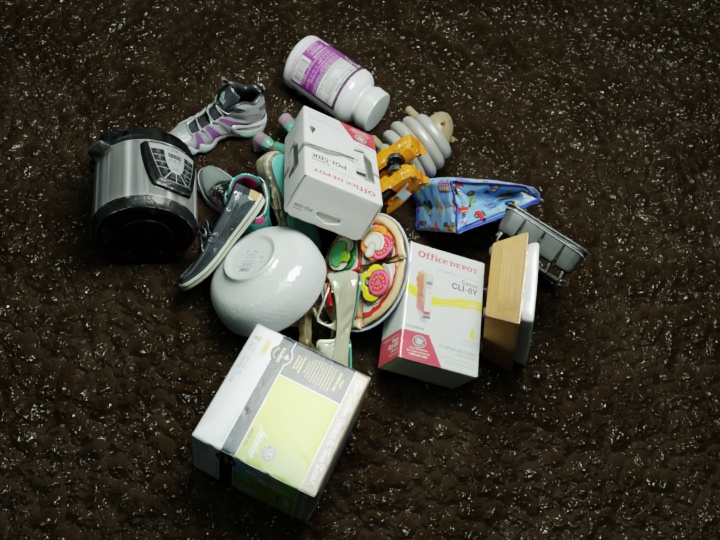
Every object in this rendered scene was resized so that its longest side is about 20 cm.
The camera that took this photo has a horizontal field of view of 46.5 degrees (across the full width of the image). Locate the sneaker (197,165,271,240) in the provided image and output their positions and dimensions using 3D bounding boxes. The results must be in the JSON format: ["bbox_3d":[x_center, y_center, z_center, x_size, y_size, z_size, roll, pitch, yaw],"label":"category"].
[{"bbox_3d":[-0.219,-0.134,1.452,0.083,0.121,0.200,-32,68,-26],"label":"sneaker"}]

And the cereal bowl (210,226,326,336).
[{"bbox_3d":[-0.158,0.003,1.346,0.197,0.084,0.202,-15,45,15],"label":"cereal bowl"}]

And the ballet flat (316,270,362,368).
[{"bbox_3d":[-0.041,0.099,1.331,0.068,0.069,0.203,6,89,-6],"label":"ballet flat"}]

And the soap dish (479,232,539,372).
[{"bbox_3d":[0.241,0.054,1.367,0.080,0.201,0.159,6,63,9],"label":"soap dish"}]

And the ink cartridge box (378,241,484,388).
[{"bbox_3d":[0.118,0.072,1.369,0.143,0.083,0.203,16,65,-18],"label":"ink cartridge box"}]

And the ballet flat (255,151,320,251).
[{"bbox_3d":[-0.130,-0.110,1.470,0.068,0.075,0.202,-32,107,-37],"label":"ballet flat"}]

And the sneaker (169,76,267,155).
[{"bbox_3d":[-0.263,-0.296,1.534,0.198,0.141,0.078,-24,65,-23],"label":"sneaker"}]

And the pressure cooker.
[{"bbox_3d":[-0.360,-0.138,1.398,0.176,0.177,0.202,-5,58,-4],"label":"pressure cooker"}]

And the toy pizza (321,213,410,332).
[{"bbox_3d":[0.000,0.000,1.379,0.032,0.199,0.202,20,46,-44],"label":"toy pizza"}]

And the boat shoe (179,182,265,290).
[{"bbox_3d":[-0.236,-0.056,1.362,0.062,0.075,0.201,37,92,-16],"label":"boat shoe"}]

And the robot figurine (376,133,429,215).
[{"bbox_3d":[0.031,-0.145,1.482,0.058,0.199,0.147,28,44,-34],"label":"robot figurine"}]

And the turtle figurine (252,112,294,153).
[{"bbox_3d":[-0.104,-0.202,1.534,0.149,0.101,0.200,-27,58,-31],"label":"turtle figurine"}]

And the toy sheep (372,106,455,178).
[{"bbox_3d":[0.093,-0.222,1.565,0.200,0.138,0.138,-42,70,2],"label":"toy sheep"}]

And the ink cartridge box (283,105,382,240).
[{"bbox_3d":[-0.047,-0.163,1.391,0.145,0.083,0.202,20,38,-22],"label":"ink cartridge box"}]

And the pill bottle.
[{"bbox_3d":[-0.044,-0.359,1.631,0.199,0.113,0.112,36,59,12],"label":"pill bottle"}]

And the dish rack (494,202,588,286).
[{"bbox_3d":[0.299,-0.037,1.443,0.153,0.200,0.055,35,87,9],"label":"dish rack"}]

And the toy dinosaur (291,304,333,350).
[{"bbox_3d":[-0.107,0.043,1.385,0.101,0.058,0.201,-34,68,8],"label":"toy dinosaur"}]

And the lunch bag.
[{"bbox_3d":[0.213,-0.131,1.510,0.197,0.150,0.096,-12,100,-24],"label":"lunch bag"}]

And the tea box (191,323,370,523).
[{"bbox_3d":[-0.115,0.225,1.237,0.195,0.134,0.201,25,57,7],"label":"tea box"}]
